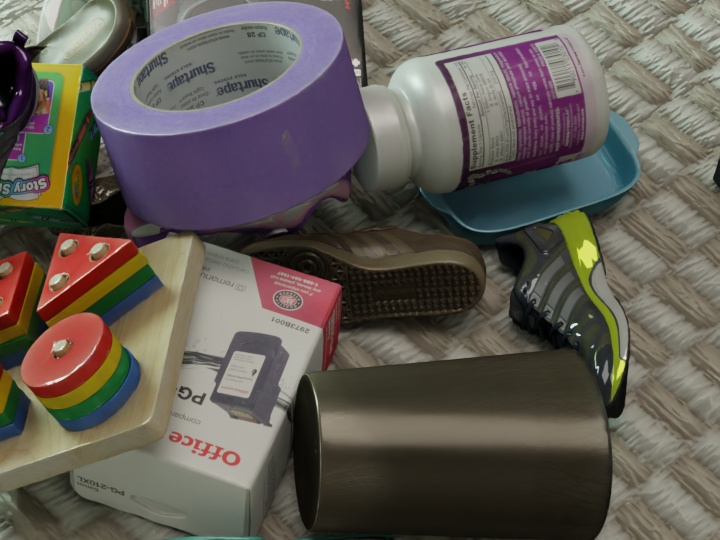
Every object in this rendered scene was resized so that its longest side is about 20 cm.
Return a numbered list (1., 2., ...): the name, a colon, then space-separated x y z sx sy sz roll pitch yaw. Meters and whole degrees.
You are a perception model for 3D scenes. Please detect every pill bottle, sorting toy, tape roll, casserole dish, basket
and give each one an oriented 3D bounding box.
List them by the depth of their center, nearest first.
1. basket: 0.058 0.127 1.533 0.199 0.137 0.180 -1 13 -12
2. sorting toy: -0.225 0.054 1.543 0.198 0.070 0.201 -19 37 22
3. tape roll: -0.098 -0.120 1.627 0.199 0.085 0.200 -13 31 8
4. pill bottle: 0.090 -0.124 1.726 0.199 0.113 0.113 -14 55 -17
5. casserole dish: 0.139 -0.081 1.791 0.199 0.039 0.121 -18 56 -19

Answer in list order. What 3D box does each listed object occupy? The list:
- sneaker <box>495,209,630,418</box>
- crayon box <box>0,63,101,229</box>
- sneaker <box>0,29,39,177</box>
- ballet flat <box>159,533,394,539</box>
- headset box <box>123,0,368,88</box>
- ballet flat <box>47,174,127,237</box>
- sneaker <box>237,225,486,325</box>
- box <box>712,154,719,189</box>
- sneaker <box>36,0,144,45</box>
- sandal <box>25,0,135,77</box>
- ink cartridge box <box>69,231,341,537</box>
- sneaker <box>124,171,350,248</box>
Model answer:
1. sneaker: 0.160 0.039 1.687 0.080 0.074 0.201 -10 46 -6
2. crayon box: -0.307 -0.101 1.689 0.199 0.058 0.119 4 77 13
3. sneaker: -0.295 -0.083 1.587 0.074 0.088 0.201 19 72 -6
4. ballet flat: -0.062 0.220 1.515 0.199 0.068 0.063 -2 62 -8
5. headset box: -0.098 -0.177 1.789 0.199 0.077 0.150 -1 72 -9
6. ballet flat: -0.156 -0.064 1.722 0.199 0.068 0.046 -14 24 -12
7. sneaker: 0.000 0.000 1.707 0.199 0.071 0.076 5 25 1
8. box: 0.432 -0.072 1.763 0.196 0.124 0.200 -18 56 -21
9. sneaker: -0.195 -0.233 1.852 0.118 0.074 0.201 23 54 8
10. sandal: -0.266 -0.153 1.753 0.200 0.055 0.082 -45 53 0
11. ink cartridge box: -0.114 0.087 1.599 0.144 0.085 0.201 17 52 9
12. sneaker: -0.088 -0.056 1.693 0.199 0.089 0.080 -27 34 -12
